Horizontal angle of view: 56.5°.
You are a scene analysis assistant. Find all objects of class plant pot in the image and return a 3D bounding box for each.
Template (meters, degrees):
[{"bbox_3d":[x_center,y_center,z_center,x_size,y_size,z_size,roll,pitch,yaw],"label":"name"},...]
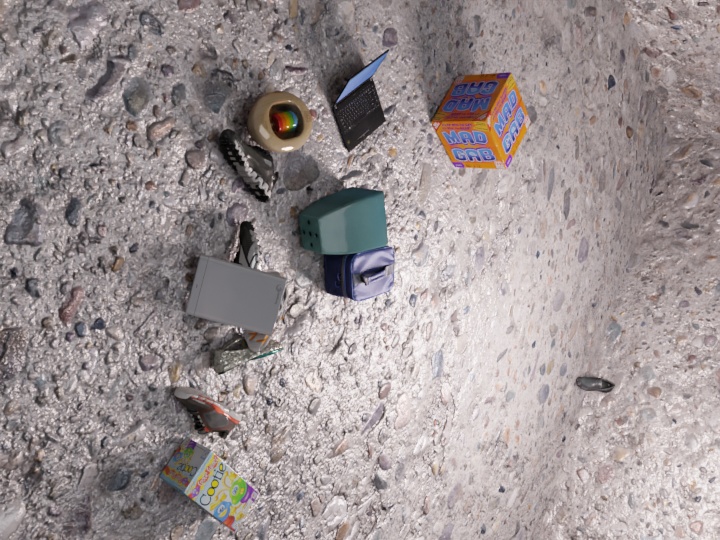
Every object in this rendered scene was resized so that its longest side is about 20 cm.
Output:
[{"bbox_3d":[-0.051,-0.119,1.710,0.197,0.140,0.145,-19,111,-36],"label":"plant pot"}]

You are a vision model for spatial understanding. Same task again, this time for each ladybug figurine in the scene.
[{"bbox_3d":[-0.189,-0.339,1.545,0.198,0.071,0.139,-22,101,-50],"label":"ladybug figurine"}]

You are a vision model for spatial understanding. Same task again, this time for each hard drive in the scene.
[{"bbox_3d":[-0.273,0.056,1.479,0.195,0.027,0.135,16,97,-13],"label":"hard drive"}]

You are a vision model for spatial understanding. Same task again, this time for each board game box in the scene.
[{"bbox_3d":[-0.340,0.488,1.525,0.104,0.103,0.201,-56,134,-25],"label":"board game box"},{"bbox_3d":[0.375,-0.458,2.067,0.202,0.197,0.201,-59,135,-22],"label":"board game box"}]

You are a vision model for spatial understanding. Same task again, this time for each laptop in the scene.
[{"bbox_3d":[0.020,-0.441,1.748,0.177,0.102,0.203,-44,127,-33],"label":"laptop"}]

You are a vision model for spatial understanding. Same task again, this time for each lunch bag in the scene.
[{"bbox_3d":[0.000,0.000,1.790,0.198,0.130,0.140,-18,110,-45],"label":"lunch bag"}]

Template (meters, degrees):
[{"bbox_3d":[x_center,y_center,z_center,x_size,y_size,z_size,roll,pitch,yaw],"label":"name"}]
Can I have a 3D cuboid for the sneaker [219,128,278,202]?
[{"bbox_3d":[-0.247,-0.254,1.518,0.092,0.065,0.201,-59,138,-26],"label":"sneaker"}]

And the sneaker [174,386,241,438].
[{"bbox_3d":[-0.350,0.329,1.510,0.200,0.076,0.083,43,73,-43],"label":"sneaker"}]

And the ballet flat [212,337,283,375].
[{"bbox_3d":[-0.265,0.187,1.583,0.198,0.071,0.074,-17,110,-45],"label":"ballet flat"}]

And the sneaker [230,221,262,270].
[{"bbox_3d":[-0.268,-0.009,1.526,0.088,0.066,0.206,-8,90,-17],"label":"sneaker"}]

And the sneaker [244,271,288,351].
[{"bbox_3d":[-0.214,0.104,1.596,0.078,0.076,0.204,57,42,-50],"label":"sneaker"}]

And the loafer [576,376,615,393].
[{"bbox_3d":[1.091,0.524,3.110,0.196,0.071,0.070,13,58,-19],"label":"loafer"}]
